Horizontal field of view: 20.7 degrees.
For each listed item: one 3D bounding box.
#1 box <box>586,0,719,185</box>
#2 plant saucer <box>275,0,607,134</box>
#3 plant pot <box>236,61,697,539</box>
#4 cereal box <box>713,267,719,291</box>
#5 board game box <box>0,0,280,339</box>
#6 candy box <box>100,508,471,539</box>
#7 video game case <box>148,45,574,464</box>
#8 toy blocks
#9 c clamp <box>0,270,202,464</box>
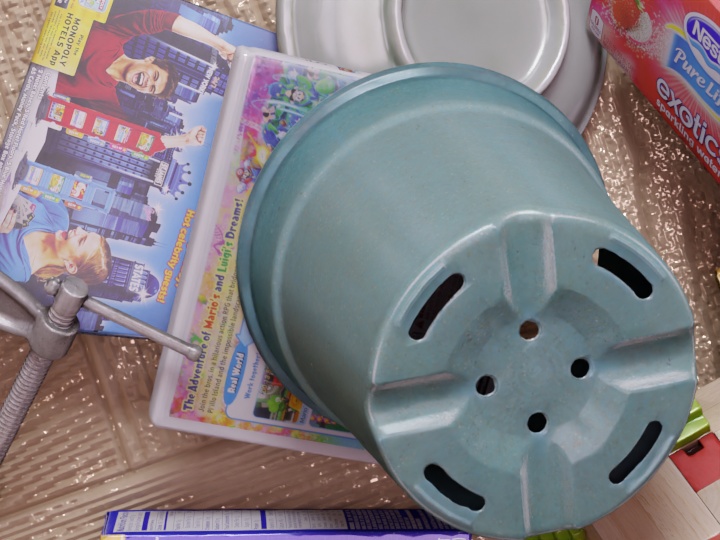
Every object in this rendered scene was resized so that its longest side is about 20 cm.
[{"bbox_3d":[0.209,-0.109,0.989,0.095,0.100,0.200,-22,58,-20],"label":"box"},{"bbox_3d":[0.055,-0.133,1.046,0.199,0.050,0.201,1,88,-24],"label":"plant saucer"},{"bbox_3d":[0.054,0.020,0.919,0.199,0.196,0.201,-3,107,-11],"label":"plant pot"},{"bbox_3d":[0.302,0.030,1.021,0.199,0.040,0.145,-21,90,8],"label":"cereal box"},{"bbox_3d":[-0.096,-0.036,1.059,0.199,0.062,0.201,20,87,-7],"label":"board game box"},{"bbox_3d":[-0.042,0.217,1.059,0.199,0.077,0.170,0,91,-3],"label":"candy box"},{"bbox_3d":[0.000,0.000,1.017,0.181,0.024,0.201,11,104,-16],"label":"video game case"},{"bbox_3d":[0.193,0.120,0.940,0.199,0.100,0.137,-28,50,-7],"label":"toy blocks"},{"bbox_3d":[-0.200,0.061,1.019,0.170,0.027,0.200,33,126,-8],"label":"c clamp"}]
